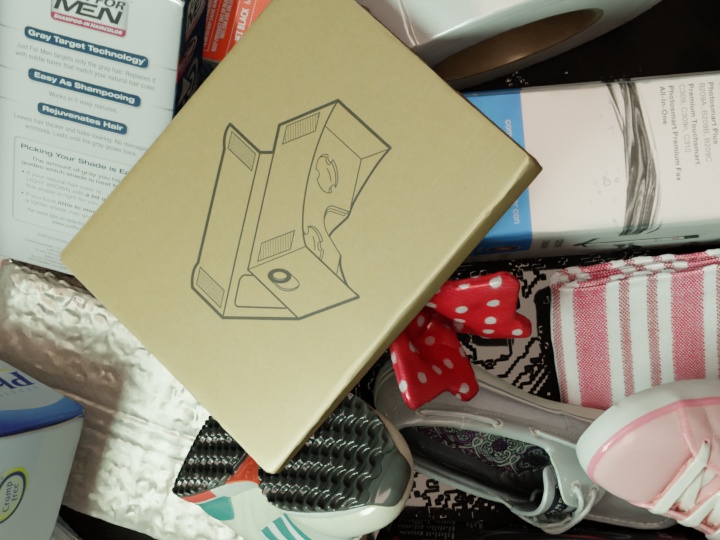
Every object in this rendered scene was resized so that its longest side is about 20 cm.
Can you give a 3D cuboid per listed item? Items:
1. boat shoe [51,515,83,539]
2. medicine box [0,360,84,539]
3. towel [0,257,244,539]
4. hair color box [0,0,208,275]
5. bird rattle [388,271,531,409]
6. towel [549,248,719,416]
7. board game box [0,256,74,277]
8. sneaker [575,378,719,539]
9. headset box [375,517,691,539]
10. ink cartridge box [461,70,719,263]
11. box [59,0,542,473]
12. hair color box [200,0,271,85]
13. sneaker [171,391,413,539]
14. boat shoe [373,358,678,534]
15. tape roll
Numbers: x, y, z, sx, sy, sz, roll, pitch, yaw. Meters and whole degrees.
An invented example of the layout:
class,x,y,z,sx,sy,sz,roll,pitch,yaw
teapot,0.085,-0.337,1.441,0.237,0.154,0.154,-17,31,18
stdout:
class,x,y,z,sx,sy,sz,roll,pitch,yaw
boat shoe,-0.195,0.172,1.004,0.200,0.065,0.074,28,89,5
medicine box,-0.275,0.123,0.943,0.200,0.103,0.183,25,107,23
towel,-0.133,0.082,1.008,0.199,0.034,0.133,20,101,3
hair color box,-0.141,-0.088,0.937,0.100,0.061,0.200,15,131,3
bird rattle,0.000,0.000,0.930,0.199,0.163,0.113,11,97,13
towel,0.208,0.045,0.973,0.199,0.030,0.147,-8,126,3
board game box,-0.113,0.004,1.031,0.199,0.030,0.096,21,88,2
sneaker,0.212,0.123,0.917,0.200,0.105,0.075,13,126,-33
headset box,0.106,0.183,0.945,0.199,0.149,0.075,2,88,3
ink cartridge box,0.144,-0.055,0.958,0.199,0.146,0.085,-4,85,3
box,-0.033,-0.028,0.854,0.163,0.021,0.200,43,97,19
hair color box,-0.138,-0.155,0.999,0.199,0.111,0.064,15,87,5
sneaker,-0.016,0.116,0.904,0.093,0.200,0.071,37,66,-25
boat shoe,0.097,0.111,0.958,0.200,0.072,0.070,22,127,-12
tape roll,0.059,-0.186,0.945,0.202,0.203,0.140,-20,86,2
